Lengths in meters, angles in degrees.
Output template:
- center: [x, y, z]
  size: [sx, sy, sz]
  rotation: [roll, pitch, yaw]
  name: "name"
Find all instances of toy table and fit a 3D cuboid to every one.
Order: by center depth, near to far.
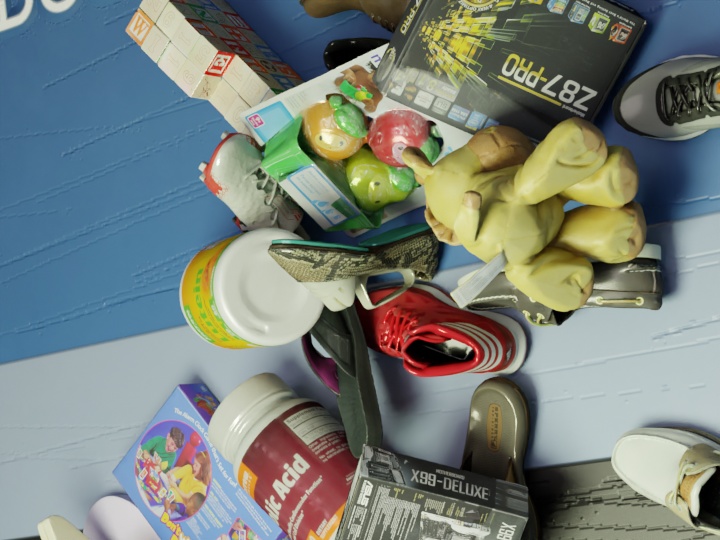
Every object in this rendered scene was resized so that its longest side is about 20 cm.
- center: [-0.268, 0.340, 1.948]
  size: [0.184, 0.117, 0.200]
  rotation: [-45, 67, 25]
  name: "toy table"

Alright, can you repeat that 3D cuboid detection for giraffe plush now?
- center: [0.127, -0.060, 1.605]
  size: [0.162, 0.199, 0.173]
  rotation: [43, 156, 55]
  name: "giraffe plush"

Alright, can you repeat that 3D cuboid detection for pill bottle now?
- center: [-0.052, 0.198, 1.802]
  size: [0.200, 0.114, 0.114]
  rotation: [42, 111, 28]
  name: "pill bottle"
- center: [-0.114, 0.021, 1.808]
  size: [0.200, 0.110, 0.112]
  rotation: [168, 99, -70]
  name: "pill bottle"

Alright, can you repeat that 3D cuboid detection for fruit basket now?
- center: [0.012, -0.116, 1.737]
  size: [0.199, 0.185, 0.094]
  rotation: [-17, 41, 37]
  name: "fruit basket"

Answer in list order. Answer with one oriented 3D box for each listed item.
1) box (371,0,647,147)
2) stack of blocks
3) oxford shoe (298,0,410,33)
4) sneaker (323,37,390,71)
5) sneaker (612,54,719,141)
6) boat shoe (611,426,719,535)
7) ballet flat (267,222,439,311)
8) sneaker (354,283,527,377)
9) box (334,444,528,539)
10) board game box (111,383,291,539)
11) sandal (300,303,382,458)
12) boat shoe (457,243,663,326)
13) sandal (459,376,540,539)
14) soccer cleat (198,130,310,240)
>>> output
- center: [0.132, -0.197, 1.643]
  size: [0.162, 0.199, 0.049]
  rotation: [-61, 23, 17]
  name: "box"
- center: [-0.132, -0.202, 1.866]
  size: [0.200, 0.115, 0.059]
  rotation: [46, 113, 26]
  name: "stack of blocks"
- center: [0.024, -0.263, 1.787]
  size: [0.199, 0.073, 0.085]
  rotation: [-5, 88, 34]
  name: "oxford shoe"
- center: [0.050, -0.183, 1.755]
  size: [0.199, 0.091, 0.076]
  rotation: [9, 89, 33]
  name: "sneaker"
- center: [0.305, -0.156, 1.587]
  size: [0.199, 0.079, 0.074]
  rotation: [-5, 88, 36]
  name: "sneaker"
- center: [0.299, 0.184, 1.588]
  size: [0.199, 0.068, 0.075]
  rotation: [16, 98, 34]
  name: "boat shoe"
- center: [0.000, 0.000, 1.723]
  size: [0.068, 0.199, 0.076]
  rotation: [1, 96, 48]
  name: "ballet flat"
- center: [0.048, 0.054, 1.736]
  size: [0.199, 0.115, 0.079]
  rotation: [6, 93, 34]
  name: "sneaker"
- center: [0.052, 0.269, 1.684]
  size: [0.157, 0.050, 0.201]
  rotation: [14, 119, -3]
  name: "box"
- center: [-0.157, 0.236, 1.916]
  size: [0.200, 0.045, 0.135]
  rotation: [50, 115, 25]
  name: "board game box"
- center: [-0.024, 0.084, 1.769]
  size: [0.075, 0.048, 0.201]
  rotation: [117, 144, -53]
  name: "sandal"
- center: [0.179, 0.020, 1.673]
  size: [0.200, 0.072, 0.061]
  rotation: [-10, 79, 31]
  name: "boat shoe"
- center: [0.123, 0.201, 1.715]
  size: [0.081, 0.054, 0.201]
  rotation: [6, 99, 35]
  name: "sandal"
- center: [-0.098, -0.073, 1.805]
  size: [0.085, 0.200, 0.069]
  rotation: [32, 76, 19]
  name: "soccer cleat"
